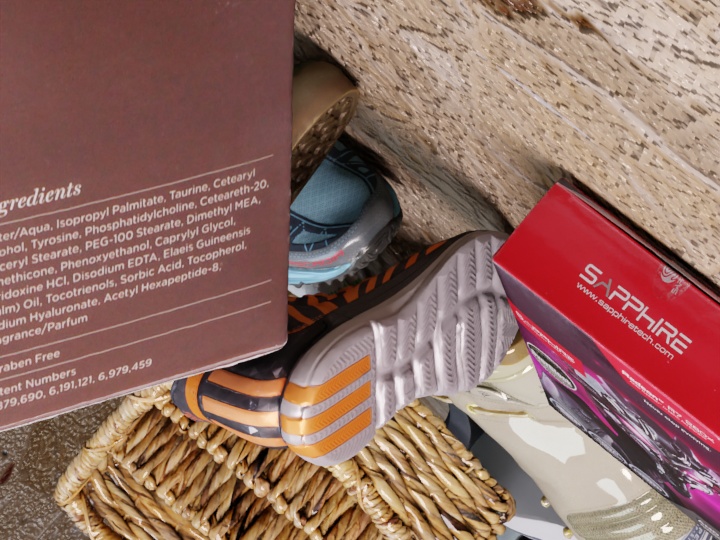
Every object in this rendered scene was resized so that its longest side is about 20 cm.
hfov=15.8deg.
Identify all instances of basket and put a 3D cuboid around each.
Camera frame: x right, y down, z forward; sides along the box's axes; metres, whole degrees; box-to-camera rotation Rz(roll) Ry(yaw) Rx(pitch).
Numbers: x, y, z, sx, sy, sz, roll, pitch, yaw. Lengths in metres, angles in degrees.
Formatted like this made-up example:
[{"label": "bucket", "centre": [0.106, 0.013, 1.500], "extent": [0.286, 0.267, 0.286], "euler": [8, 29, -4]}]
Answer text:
[{"label": "basket", "centre": [-0.038, 0.121, 1.360], "extent": [0.200, 0.149, 0.143], "euler": [43, 161, -2]}]

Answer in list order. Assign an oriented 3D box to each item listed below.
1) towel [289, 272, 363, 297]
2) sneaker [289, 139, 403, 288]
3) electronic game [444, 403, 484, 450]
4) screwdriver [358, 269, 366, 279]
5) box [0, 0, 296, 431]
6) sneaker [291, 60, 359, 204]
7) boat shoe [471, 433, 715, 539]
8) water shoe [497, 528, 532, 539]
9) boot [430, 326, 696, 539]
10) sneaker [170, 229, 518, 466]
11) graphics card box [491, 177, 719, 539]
[{"label": "towel", "centre": [-0.065, 0.017, 1.463], "extent": [0.153, 0.023, 0.200], "euler": [-38, 91, 37]}, {"label": "sneaker", "centre": [-0.063, -0.064, 1.324], "extent": [0.200, 0.079, 0.096], "euler": [35, 167, 39]}, {"label": "electronic game", "centre": [-0.007, 0.082, 1.554], "extent": [0.200, 0.200, 0.042], "euler": [50, -149, -44]}, {"label": "screwdriver", "centre": [0.000, 0.000, 1.516], "extent": [0.200, 0.028, 0.029], "euler": [73, 177, -67]}, {"label": "box", "centre": [-0.137, -0.065, 1.064], "extent": [0.166, 0.164, 0.200], "euler": [34, 130, 47]}, {"label": "sneaker", "centre": [-0.077, -0.052, 1.254], "extent": [0.090, 0.067, 0.200], "euler": [44, 140, 9]}, {"label": "boat shoe", "centre": [0.138, 0.147, 1.441], "extent": [0.091, 0.071, 0.200], "euler": [51, 166, -30]}, {"label": "water shoe", "centre": [0.071, 0.171, 1.593], "extent": [0.079, 0.071, 0.200], "euler": [61, 141, 12]}, {"label": "boot", "centre": [0.083, 0.071, 1.344], "extent": [0.155, 0.072, 0.200], "euler": [49, 165, -20]}, {"label": "sneaker", "centre": [-0.011, 0.020, 1.176], "extent": [0.112, 0.200, 0.078], "euler": [14, 113, 32]}, {"label": "graphics card box", "centre": [0.128, 0.047, 1.109], "extent": [0.125, 0.051, 0.200], "euler": [38, 172, 21]}]
